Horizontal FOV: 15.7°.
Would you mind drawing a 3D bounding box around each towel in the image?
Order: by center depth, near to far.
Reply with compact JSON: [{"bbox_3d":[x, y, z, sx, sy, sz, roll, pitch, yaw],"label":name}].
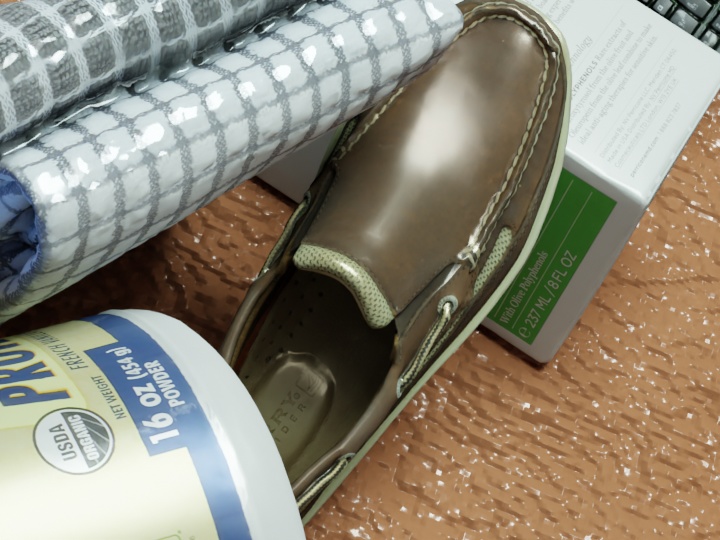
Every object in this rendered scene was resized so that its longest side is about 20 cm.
[{"bbox_3d":[-0.086,-0.048,0.809,0.165,0.200,0.086,-32,94,-32],"label":"towel"}]

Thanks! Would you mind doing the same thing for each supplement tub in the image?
[{"bbox_3d":[-0.128,0.099,0.729,0.199,0.145,0.145,-14,62,-27],"label":"supplement tub"}]

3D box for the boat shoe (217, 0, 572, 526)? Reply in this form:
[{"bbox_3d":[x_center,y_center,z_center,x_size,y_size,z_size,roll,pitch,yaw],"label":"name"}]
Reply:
[{"bbox_3d":[0.005,0.003,0.821,0.074,0.075,0.203,29,91,5],"label":"boat shoe"}]

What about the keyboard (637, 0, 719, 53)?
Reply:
[{"bbox_3d":[0.046,-0.124,0.985,0.200,0.021,0.127,37,94,3],"label":"keyboard"}]

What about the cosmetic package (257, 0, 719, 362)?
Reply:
[{"bbox_3d":[0.016,-0.073,0.924,0.199,0.108,0.085,32,52,6],"label":"cosmetic package"}]
